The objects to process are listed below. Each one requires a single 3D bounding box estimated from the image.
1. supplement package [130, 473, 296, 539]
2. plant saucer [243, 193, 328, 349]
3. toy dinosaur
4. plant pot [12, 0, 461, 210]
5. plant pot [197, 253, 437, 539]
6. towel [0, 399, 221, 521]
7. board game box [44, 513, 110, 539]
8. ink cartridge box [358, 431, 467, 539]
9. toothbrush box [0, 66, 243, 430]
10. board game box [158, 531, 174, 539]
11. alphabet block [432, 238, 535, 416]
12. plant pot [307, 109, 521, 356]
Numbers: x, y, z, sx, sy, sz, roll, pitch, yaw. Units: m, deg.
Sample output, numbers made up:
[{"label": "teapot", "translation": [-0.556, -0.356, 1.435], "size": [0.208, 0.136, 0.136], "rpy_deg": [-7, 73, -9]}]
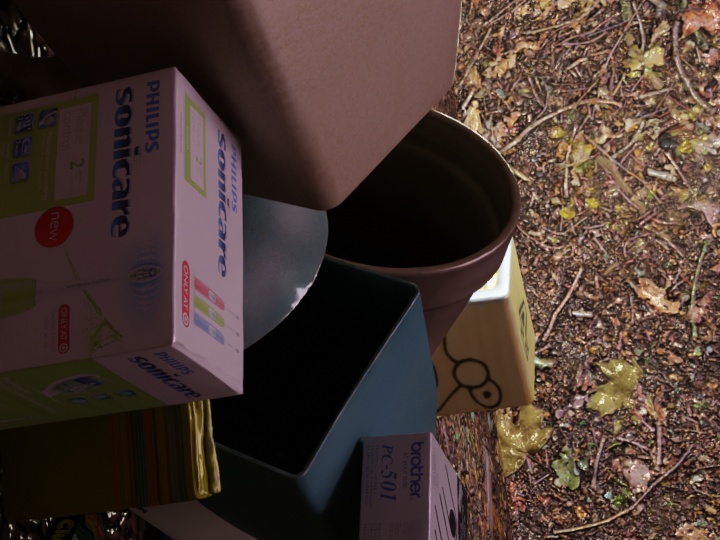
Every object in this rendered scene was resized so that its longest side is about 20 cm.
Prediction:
[{"label": "supplement package", "translation": [-0.088, 0.115, 1.026], "size": [0.109, 0.114, 0.200], "rpy_deg": [39, 35, -22]}, {"label": "plant saucer", "translation": [-0.121, -0.019, 0.807], "size": [0.201, 0.201, 0.039], "rpy_deg": [-86, 163, -44]}, {"label": "toy dinosaur", "translation": [-0.198, -0.113, 0.820], "size": [0.200, 0.101, 0.058], "rpy_deg": [15, 54, -51]}, {"label": "plant pot", "translation": [-0.053, -0.152, 0.755], "size": [0.200, 0.199, 0.177], "rpy_deg": [-49, 135, -30]}, {"label": "plant pot", "translation": [-0.036, 0.105, 0.838], "size": [0.141, 0.141, 0.200], "rpy_deg": [-56, 148, -28]}, {"label": "towel", "translation": [-0.147, 0.093, 0.738], "size": [0.018, 0.200, 0.086], "rpy_deg": [5, 75, -43]}, {"label": "board game box", "translation": [-0.170, 0.260, 0.874], "size": [0.105, 0.023, 0.200], "rpy_deg": [-80, 157, -59]}, {"label": "ink cartridge box", "translation": [0.030, 0.201, 0.732], "size": [0.094, 0.044, 0.200], "rpy_deg": [59, 29, -56]}, {"label": "toothbrush box", "translation": [-0.166, -0.003, 0.668], "size": [0.086, 0.200, 0.146], "rpy_deg": [50, 35, -62]}, {"label": "board game box", "translation": [-0.114, 0.201, 1.114], "size": [0.200, 0.037, 0.151], "rpy_deg": [-83, 158, -47]}, {"label": "alphabet block", "translation": [0.154, 0.082, 1.986], "size": [0.197, 0.195, 0.200], "rpy_deg": [-74, 153, -57]}, {"label": "plant pot", "translation": [0.000, 0.000, 0.948], "size": [0.200, 0.199, 0.174], "rpy_deg": [-82, -177, -51]}]
